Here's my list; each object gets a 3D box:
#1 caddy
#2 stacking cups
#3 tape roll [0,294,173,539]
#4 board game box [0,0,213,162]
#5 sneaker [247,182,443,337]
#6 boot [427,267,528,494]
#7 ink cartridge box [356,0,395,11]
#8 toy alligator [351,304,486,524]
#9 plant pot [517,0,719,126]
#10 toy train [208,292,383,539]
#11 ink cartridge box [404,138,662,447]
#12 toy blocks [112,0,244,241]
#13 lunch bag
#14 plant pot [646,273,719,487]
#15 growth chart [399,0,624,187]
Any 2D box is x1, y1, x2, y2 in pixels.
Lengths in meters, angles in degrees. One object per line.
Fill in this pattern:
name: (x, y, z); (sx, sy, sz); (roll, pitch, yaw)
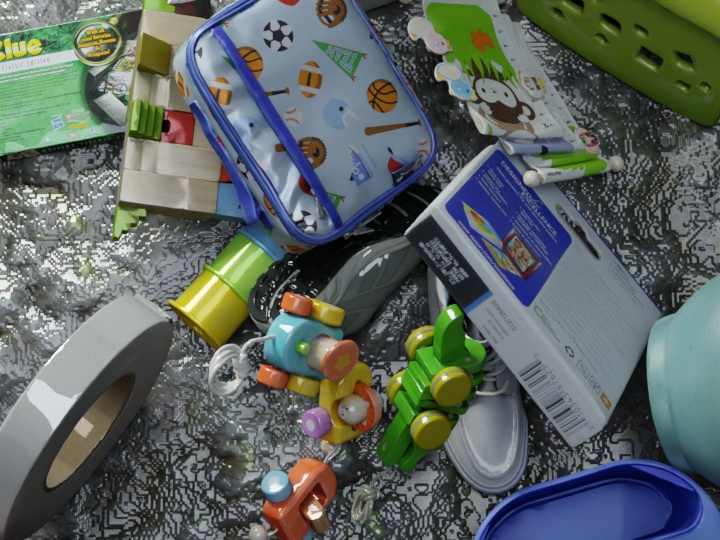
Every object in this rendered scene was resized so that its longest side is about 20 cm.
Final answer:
caddy: (0.175, 0.222, 1.247); (0.198, 0.105, 0.143); (-17, 79, -2)
stacking cups: (-0.068, -0.028, 1.337); (0.060, 0.061, 0.200); (38, 77, 9)
tape roll: (-0.211, 0.109, 1.236); (0.037, 0.203, 0.204); (34, 82, 8)
board game box: (-0.212, -0.158, 1.379); (0.198, 0.023, 0.106); (-10, 81, -1)
sneaker: (0.000, 0.000, 1.323); (0.199, 0.080, 0.074); (-36, 42, -19)
boot: (0.087, 0.069, 1.286); (0.073, 0.096, 0.202); (-12, 78, -1)
ink cartridge box: (-0.007, -0.293, 1.368); (0.198, 0.084, 0.146); (-19, 79, -1)
toy alligator: (0.050, 0.110, 1.252); (0.054, 0.201, 0.059); (5, 32, -30)
plant pot: (0.256, -0.262, 1.305); (0.199, 0.182, 0.200); (32, 81, 7)
toy train: (-0.037, 0.116, 1.249); (0.055, 0.201, 0.150); (20, 53, 37)
ink cartridge box: (0.134, 0.006, 1.254); (0.047, 0.200, 0.198); (-39, 93, 27)
toy blocks: (-0.116, -0.116, 1.322); (0.135, 0.100, 0.202); (8, 82, -11)
lunch bag: (-0.043, -0.117, 1.272); (0.160, 0.075, 0.201); (-35, 96, -22)
plant pot: (0.293, 0.085, 1.243); (0.133, 0.200, 0.203); (-10, 77, 28)
growth chart: (0.116, -0.148, 1.327); (0.144, 0.018, 0.201); (-19, 73, -48)
